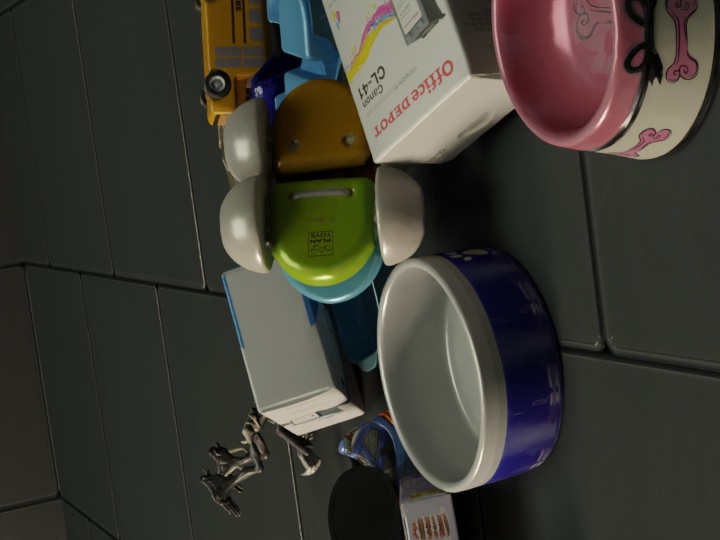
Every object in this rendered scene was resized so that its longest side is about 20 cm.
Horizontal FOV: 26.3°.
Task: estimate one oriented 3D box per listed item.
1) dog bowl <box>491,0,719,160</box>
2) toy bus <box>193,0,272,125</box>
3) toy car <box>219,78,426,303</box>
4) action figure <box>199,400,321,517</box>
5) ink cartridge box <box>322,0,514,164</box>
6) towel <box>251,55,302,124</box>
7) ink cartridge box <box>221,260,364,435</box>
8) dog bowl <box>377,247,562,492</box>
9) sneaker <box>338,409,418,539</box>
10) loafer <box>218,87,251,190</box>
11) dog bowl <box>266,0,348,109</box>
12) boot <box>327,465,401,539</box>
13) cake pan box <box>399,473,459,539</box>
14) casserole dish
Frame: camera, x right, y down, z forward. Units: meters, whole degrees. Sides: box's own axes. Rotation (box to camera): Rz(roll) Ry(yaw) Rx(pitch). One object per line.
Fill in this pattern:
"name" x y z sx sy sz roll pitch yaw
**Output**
"dog bowl" 0.161 -0.172 1.064 0.200 0.073 0.202 170 90 -67
"toy bus" -0.138 -0.262 1.674 0.065 0.077 0.202 145 121 -77
"toy car" -0.028 -0.061 1.355 0.150 0.173 0.202 78 -171 -57
"action figure" -0.091 0.184 1.763 0.200 0.102 0.119 -48 12 15
"ink cartridge box" 0.050 -0.208 1.259 0.147 0.085 0.202 -39 61 48
"towel" -0.075 -0.116 1.610 0.148 0.049 0.202 -74 -19 -70
"ink cartridge box" -0.066 0.079 1.579 0.200 0.085 0.148 49 -157 -75
"dog bowl" 0.090 0.083 1.325 0.200 0.078 0.202 170 90 -66
"sneaker" 0.018 0.245 1.559 0.075 0.078 0.202 -178 79 -67
"loafer" -0.134 -0.144 1.759 0.070 0.075 0.202 29 126 56
"dog bowl" -0.043 -0.197 1.468 0.111 0.049 0.202 -150 53 -61
"boot" 0.018 0.306 1.476 0.175 0.068 0.202 80 178 -61
"cake pan box" 0.074 0.292 1.401 0.184 0.052 0.202 32 -132 -86
"casserole dish" 0.000 0.000 1.553 0.121 0.038 0.202 144 114 -65
